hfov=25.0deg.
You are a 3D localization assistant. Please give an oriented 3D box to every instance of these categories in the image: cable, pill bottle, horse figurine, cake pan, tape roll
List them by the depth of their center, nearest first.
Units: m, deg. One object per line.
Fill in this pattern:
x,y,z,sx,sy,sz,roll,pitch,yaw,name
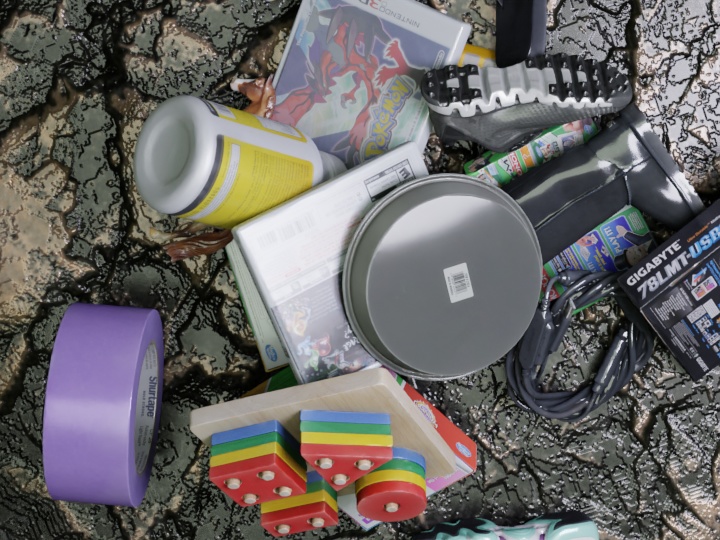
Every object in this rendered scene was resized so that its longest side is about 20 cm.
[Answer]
0.083,0.010,1.524,0.200,0.037,0.200,-3,101,-16,cake pan
-0.107,-0.092,1.544,0.200,0.112,0.112,14,101,-44,pill bottle
-0.254,0.134,1.628,0.085,0.200,0.200,5,98,1,tape roll
-0.151,-0.098,1.643,0.132,0.050,0.200,-2,72,9,horse figurine
0.229,0.074,1.648,0.163,0.051,0.200,-11,132,-24,cable

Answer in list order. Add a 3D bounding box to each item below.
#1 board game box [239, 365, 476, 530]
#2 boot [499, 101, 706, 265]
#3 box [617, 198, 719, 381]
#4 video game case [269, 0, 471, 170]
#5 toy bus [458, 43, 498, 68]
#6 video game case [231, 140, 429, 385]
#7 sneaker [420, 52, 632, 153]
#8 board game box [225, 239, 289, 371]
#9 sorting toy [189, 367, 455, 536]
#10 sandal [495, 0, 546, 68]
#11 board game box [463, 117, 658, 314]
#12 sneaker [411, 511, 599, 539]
-0.004,0.166,1.641,0.153,0.040,0.200,-33,119,28,board game box
0.224,-0.045,1.586,0.200,0.066,0.165,-35,108,8,boot
0.370,0.002,1.597,0.198,0.200,0.050,-40,54,6,box
-0.003,-0.184,1.617,0.182,0.023,0.200,28,106,25,video game case
0.129,-0.182,1.639,0.200,0.065,0.078,14,96,1,toy bus
0.000,0.000,1.537,0.200,0.023,0.182,-28,104,-20,video game case
0.158,-0.156,1.557,0.200,0.067,0.091,-3,141,1,sneaker
-0.025,0.002,1.674,0.200,0.040,0.153,-17,97,4,board game box
-0.032,0.186,1.550,0.199,0.200,0.070,-14,55,18,sorting toy
0.150,-0.290,1.588,0.043,0.076,0.200,11,68,-32,sandal
0.207,-0.055,1.633,0.134,0.029,0.200,-28,117,8,board game box
0.153,0.332,1.699,0.200,0.078,0.140,-4,97,3,sneaker
